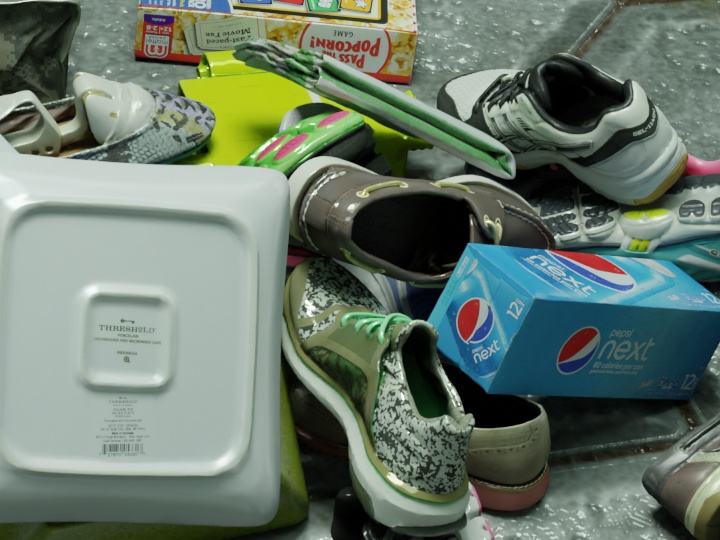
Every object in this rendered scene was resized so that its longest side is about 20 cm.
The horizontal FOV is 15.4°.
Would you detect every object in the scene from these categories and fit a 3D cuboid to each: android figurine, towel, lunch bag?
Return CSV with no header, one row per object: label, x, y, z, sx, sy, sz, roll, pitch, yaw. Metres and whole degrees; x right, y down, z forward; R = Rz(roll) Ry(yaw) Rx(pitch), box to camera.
android figurine,-0.049,-0.090,1.801,0.200,0.041,0.182,-6,40,-15
towel,0.008,-0.104,1.676,0.152,0.023,0.200,24,1,-19
lunch bag,-0.300,-0.191,1.820,0.200,0.118,0.164,3,39,-15

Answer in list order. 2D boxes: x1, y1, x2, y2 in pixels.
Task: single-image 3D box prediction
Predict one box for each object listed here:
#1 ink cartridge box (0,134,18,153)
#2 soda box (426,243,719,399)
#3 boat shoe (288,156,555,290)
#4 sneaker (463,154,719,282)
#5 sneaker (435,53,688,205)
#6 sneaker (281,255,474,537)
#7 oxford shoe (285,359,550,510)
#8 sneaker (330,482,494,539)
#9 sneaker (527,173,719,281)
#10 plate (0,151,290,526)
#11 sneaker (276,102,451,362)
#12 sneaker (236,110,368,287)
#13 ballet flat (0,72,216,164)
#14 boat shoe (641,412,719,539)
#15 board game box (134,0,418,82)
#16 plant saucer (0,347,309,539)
ink cartridge box,-0.247,0.000,1.582,0.146,0.083,0.200,-21,50,-34
soda box,0.133,0.032,1.596,0.200,0.068,0.064,4,29,-47
boat shoe,0.045,-0.021,1.564,0.200,0.072,0.060,12,12,-41
sneaker,0.168,-0.063,1.763,0.200,0.095,0.079,14,40,9
sneaker,0.121,-0.110,1.714,0.200,0.088,0.076,17,61,42
sneaker,0.020,0.051,1.480,0.077,0.089,0.200,0,42,-32
oxford shoe,0.022,0.073,1.578,0.200,0.075,0.070,17,42,12
sneaker,0.035,0.177,1.455,0.087,0.074,0.200,-4,35,-16
sneaker,0.168,-0.010,1.710,0.200,0.080,0.078,-2,26,17
plate,-0.130,0.038,1.437,0.199,0.200,0.032,3,-3,-22
sneaker,-0.001,-0.001,1.668,0.081,0.115,0.200,-32,83,-38
sneaker,-0.055,-0.009,1.579,0.084,0.200,0.077,36,-4,-20
ballet flat,-0.192,-0.091,1.721,0.200,0.072,0.072,-14,42,-8
boat shoe,0.246,0.089,1.603,0.066,0.072,0.201,35,50,23
board game box,-0.060,-0.205,1.936,0.200,0.046,0.152,5,38,-4
plant saucer,-0.128,0.062,1.479,0.200,0.200,0.048,-10,1,-22
